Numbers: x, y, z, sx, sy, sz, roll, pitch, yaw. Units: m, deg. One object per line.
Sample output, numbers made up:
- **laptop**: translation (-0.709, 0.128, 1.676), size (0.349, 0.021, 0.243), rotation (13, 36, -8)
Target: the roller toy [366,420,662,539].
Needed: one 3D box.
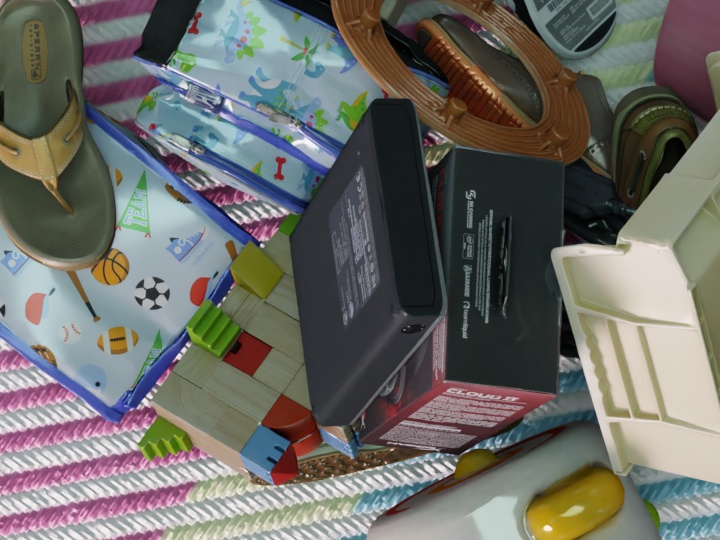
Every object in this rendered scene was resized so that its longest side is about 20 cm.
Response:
- **roller toy**: translation (0.102, 0.185, 1.365), size (0.182, 0.200, 0.140), rotation (-27, 88, 10)

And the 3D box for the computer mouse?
- **computer mouse**: translation (0.107, -0.231, 1.412), size (0.110, 0.044, 0.200), rotation (-42, 114, -18)

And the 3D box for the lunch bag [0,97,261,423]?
- **lunch bag**: translation (-0.192, -0.016, 1.423), size (0.200, 0.124, 0.170), rotation (38, 90, 11)

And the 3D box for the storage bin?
- **storage bin**: translation (0.221, -0.003, 1.253), size (0.094, 0.199, 0.200), rotation (12, 47, 37)

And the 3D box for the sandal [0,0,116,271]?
- **sandal**: translation (-0.211, -0.097, 1.348), size (0.080, 0.054, 0.201), rotation (-8, 78, -1)

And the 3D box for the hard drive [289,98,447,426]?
- **hard drive**: translation (0.000, 0.000, 1.270), size (0.033, 0.200, 0.140), rotation (-1, 68, -18)

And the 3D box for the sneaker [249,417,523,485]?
- **sneaker**: translation (0.011, 0.088, 1.441), size (0.200, 0.067, 0.090), rotation (-15, 71, 11)

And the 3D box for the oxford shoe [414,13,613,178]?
- **oxford shoe**: translation (0.124, -0.118, 1.434), size (0.200, 0.071, 0.073), rotation (42, 75, -3)

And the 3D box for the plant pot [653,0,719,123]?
- **plant pot**: translation (0.303, -0.149, 1.361), size (0.179, 0.200, 0.201), rotation (23, 92, 20)

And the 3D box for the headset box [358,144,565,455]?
- **headset box**: translation (0.064, 0.021, 1.269), size (0.077, 0.200, 0.149), rotation (7, 73, -14)

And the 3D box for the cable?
- **cable**: translation (0.145, -0.007, 1.386), size (0.051, 0.200, 0.164), rotation (-33, 124, -24)

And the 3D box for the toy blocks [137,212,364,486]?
- **toy blocks**: translation (-0.041, 0.071, 1.387), size (0.136, 0.100, 0.200), rotation (29, 70, 21)

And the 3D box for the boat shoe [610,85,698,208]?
- **boat shoe**: translation (0.203, -0.021, 1.377), size (0.072, 0.068, 0.200), rotation (-15, 121, -3)

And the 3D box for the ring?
- **ring**: translation (0.070, -0.142, 1.335), size (0.200, 0.200, 0.019), rotation (40, 122, 3)

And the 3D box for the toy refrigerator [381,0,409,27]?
- **toy refrigerator**: translation (-0.049, -0.252, 1.438), size (0.200, 0.070, 0.076), rotation (30, 92, 4)

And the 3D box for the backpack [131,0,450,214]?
- **backpack**: translation (-0.050, -0.123, 1.385), size (0.200, 0.183, 0.147), rotation (25, 98, -4)
